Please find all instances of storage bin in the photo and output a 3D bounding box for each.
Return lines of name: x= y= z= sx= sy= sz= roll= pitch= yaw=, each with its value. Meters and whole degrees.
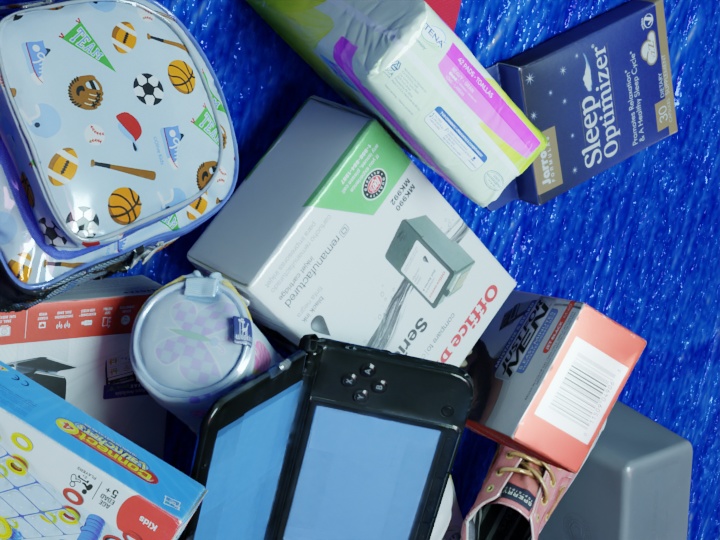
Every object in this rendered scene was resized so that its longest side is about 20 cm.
storage bin: x=0.213 y=0.204 z=1.374 sx=0.145 sy=0.134 sz=0.201 roll=-14 pitch=113 yaw=-34

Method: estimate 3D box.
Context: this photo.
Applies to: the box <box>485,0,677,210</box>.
box: x=0.176 y=-0.134 z=1.302 sx=0.200 sy=0.032 sz=0.121 roll=-27 pitch=120 yaw=-28

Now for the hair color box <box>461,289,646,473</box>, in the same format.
hair color box: x=0.124 y=0.077 z=1.214 sx=0.064 sy=0.200 sz=0.111 roll=31 pitch=84 yaw=-16

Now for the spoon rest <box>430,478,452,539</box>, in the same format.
spoon rest: x=0.004 y=0.220 z=1.177 sx=0.061 sy=0.099 sz=0.200 roll=31 pitch=108 yaw=-2

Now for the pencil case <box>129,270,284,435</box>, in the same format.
pencil case: x=-0.087 y=0.074 z=1.079 sx=0.200 sy=0.083 sz=0.091 roll=61 pitch=22 yaw=-64

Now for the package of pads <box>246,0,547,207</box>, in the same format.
package of pads: x=0.021 y=-0.137 z=1.066 sx=0.068 sy=0.200 sz=0.154 roll=-48 pitch=130 yaw=0

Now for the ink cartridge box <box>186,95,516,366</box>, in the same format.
ink cartridge box: x=0.000 y=0.000 z=1.121 sx=0.146 sy=0.084 sz=0.200 roll=-54 pitch=130 yaw=-11

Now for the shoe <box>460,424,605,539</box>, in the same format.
shoe: x=0.138 y=0.158 z=1.265 sx=0.200 sy=0.071 sz=0.091 roll=-67 pitch=173 yaw=20

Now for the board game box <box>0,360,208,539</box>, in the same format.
board game box: x=-0.225 y=0.162 z=0.944 sx=0.200 sy=0.056 sz=0.196 roll=31 pitch=105 yaw=1

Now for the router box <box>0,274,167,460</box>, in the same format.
router box: x=-0.223 y=0.100 z=1.049 sx=0.200 sy=0.049 sz=0.180 roll=-5 pitch=107 yaw=-37

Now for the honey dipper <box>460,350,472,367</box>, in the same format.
honey dipper: x=0.033 y=0.146 z=1.225 sx=0.038 sy=0.038 sz=0.201 roll=16 pitch=98 yaw=-40

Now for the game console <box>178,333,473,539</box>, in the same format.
game console: x=-0.029 y=0.156 z=1.029 sx=0.170 sy=0.118 sz=0.200 roll=12 pitch=118 yaw=-5

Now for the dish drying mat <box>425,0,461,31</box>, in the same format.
dish drying mat: x=0.058 y=-0.268 z=1.173 sx=0.077 sy=0.018 sz=0.201 roll=3 pitch=102 yaw=-40

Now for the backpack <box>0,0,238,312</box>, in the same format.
backpack: x=-0.169 y=-0.084 z=0.959 sx=0.190 sy=0.154 sz=0.201 roll=-26 pitch=100 yaw=-47

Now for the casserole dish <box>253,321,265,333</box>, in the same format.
casserole dish: x=-0.017 y=-0.009 z=1.185 sx=0.200 sy=0.039 sz=0.122 roll=-3 pitch=107 yaw=-39

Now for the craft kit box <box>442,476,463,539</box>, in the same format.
craft kit box: x=-0.011 y=0.207 z=1.257 sx=0.200 sy=0.048 sz=0.198 roll=-32 pitch=119 yaw=-27
